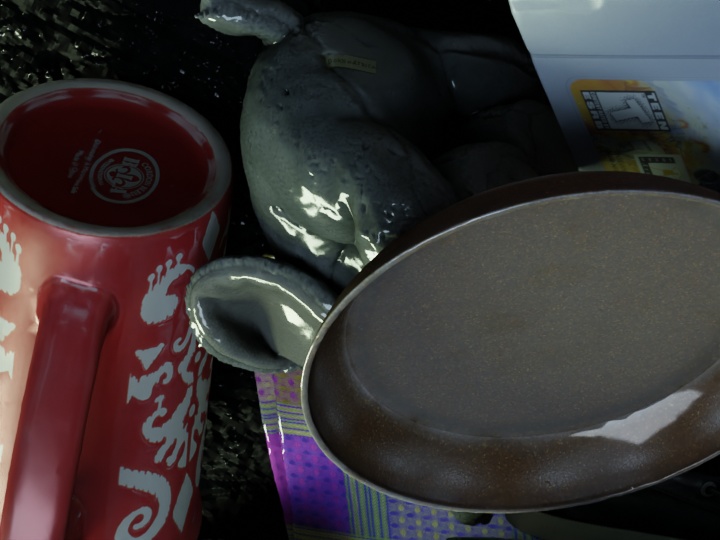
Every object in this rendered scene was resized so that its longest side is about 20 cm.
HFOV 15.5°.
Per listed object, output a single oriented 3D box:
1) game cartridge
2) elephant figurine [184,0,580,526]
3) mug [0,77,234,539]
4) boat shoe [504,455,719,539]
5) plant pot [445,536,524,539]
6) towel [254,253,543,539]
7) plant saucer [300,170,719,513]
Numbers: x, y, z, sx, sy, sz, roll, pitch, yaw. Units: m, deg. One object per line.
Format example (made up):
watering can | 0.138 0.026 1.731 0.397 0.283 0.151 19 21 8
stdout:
game cartridge | 0.142 -0.049 0.972 0.132 0.042 0.200 7 143 32
elephant figurine | 0.000 0.000 1.074 0.141 0.156 0.200 -8 146 -27
mug | -0.112 0.042 1.134 0.133 0.178 0.201 -7 132 -24
boat shoe | 0.164 0.087 1.131 0.198 0.075 0.067 7 101 4
plant pot | 0.128 0.190 1.114 0.199 0.200 0.135 5 88 16
towel | 0.026 0.079 1.204 0.143 0.023 0.201 5 130 15
plant saucer | 0.074 0.024 0.994 0.199 0.032 0.201 -7 143 -5
